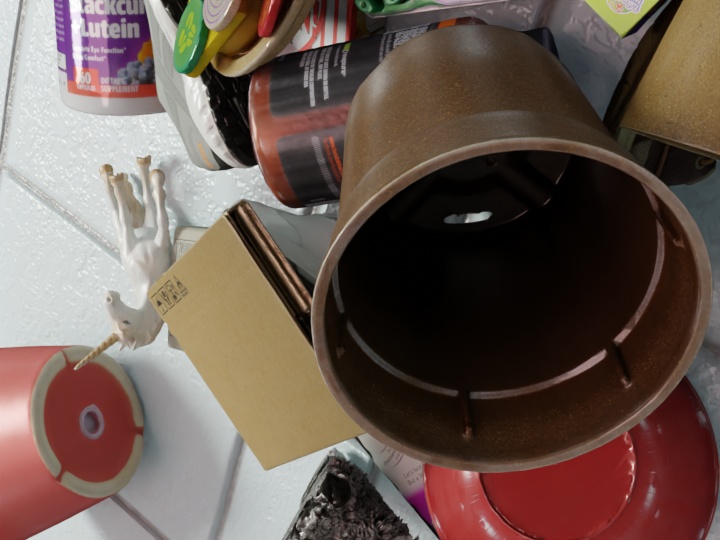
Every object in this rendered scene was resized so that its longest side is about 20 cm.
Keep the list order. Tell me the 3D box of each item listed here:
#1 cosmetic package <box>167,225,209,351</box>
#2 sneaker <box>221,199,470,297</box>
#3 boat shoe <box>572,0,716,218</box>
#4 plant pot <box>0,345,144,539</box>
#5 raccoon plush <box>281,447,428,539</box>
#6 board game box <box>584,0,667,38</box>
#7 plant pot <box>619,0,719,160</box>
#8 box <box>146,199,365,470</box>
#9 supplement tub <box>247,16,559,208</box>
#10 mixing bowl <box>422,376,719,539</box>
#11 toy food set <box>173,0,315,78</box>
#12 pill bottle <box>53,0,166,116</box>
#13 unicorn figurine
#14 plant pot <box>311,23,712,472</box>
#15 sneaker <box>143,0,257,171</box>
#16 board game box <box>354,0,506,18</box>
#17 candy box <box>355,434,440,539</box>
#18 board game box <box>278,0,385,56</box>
[{"bbox_3d":[-0.070,0.022,0.975,0.200,0.071,0.106,10,97,55],"label":"cosmetic package"},{"bbox_3d":[0.000,0.000,0.844,0.199,0.087,0.075,26,150,12],"label":"sneaker"},{"bbox_3d":[0.187,-0.079,0.792,0.072,0.072,0.201,21,114,-1],"label":"boat shoe"},{"bbox_3d":[-0.314,0.158,1.204,0.177,0.200,0.201,-17,94,31],"label":"plant pot"},{"bbox_3d":[0.020,0.199,0.969,0.134,0.200,0.097,31,113,0],"label":"raccoon plush"},{"bbox_3d":[0.135,-0.255,0.741,0.200,0.045,0.134,47,117,5],"label":"board game box"},{"bbox_3d":[0.252,-0.140,0.651,0.186,0.186,0.201,22,99,32],"label":"plant pot"},{"bbox_3d":[-0.071,0.054,0.868,0.164,0.021,0.200,56,152,0],"label":"box"},{"bbox_3d":[0.033,-0.106,0.846,0.199,0.107,0.107,-8,100,17],"label":"supplement tub"},{"bbox_3d":[0.127,0.124,0.809,0.199,0.108,0.201,-2,80,14],"label":"mixing bowl"},{"bbox_3d":[-0.065,-0.221,0.831,0.200,0.048,0.199,-37,46,50],"label":"toy food set"},{"bbox_3d":[-0.187,-0.230,1.005,0.111,0.111,0.201,14,114,35],"label":"pill bottle"},{"bbox_3d":[-0.185,-0.017,1.059,0.074,0.200,0.138,-4,104,4],"label":"unicorn figurine"},{"bbox_3d":[0.070,-0.029,0.709,0.199,0.199,0.201,-1,123,-2],"label":"plant pot"},{"bbox_3d":[-0.130,-0.166,0.946,0.079,0.074,0.201,-12,97,46],"label":"sneaker"},{"bbox_3d":[0.074,-0.271,0.806,0.199,0.026,0.201,-2,104,25],"label":"board game box"},{"bbox_3d":[0.071,0.110,0.944,0.200,0.061,0.136,49,129,15],"label":"candy box"},{"bbox_3d":[-0.053,-0.183,0.956,0.151,0.046,0.201,18,115,34],"label":"board game box"}]
